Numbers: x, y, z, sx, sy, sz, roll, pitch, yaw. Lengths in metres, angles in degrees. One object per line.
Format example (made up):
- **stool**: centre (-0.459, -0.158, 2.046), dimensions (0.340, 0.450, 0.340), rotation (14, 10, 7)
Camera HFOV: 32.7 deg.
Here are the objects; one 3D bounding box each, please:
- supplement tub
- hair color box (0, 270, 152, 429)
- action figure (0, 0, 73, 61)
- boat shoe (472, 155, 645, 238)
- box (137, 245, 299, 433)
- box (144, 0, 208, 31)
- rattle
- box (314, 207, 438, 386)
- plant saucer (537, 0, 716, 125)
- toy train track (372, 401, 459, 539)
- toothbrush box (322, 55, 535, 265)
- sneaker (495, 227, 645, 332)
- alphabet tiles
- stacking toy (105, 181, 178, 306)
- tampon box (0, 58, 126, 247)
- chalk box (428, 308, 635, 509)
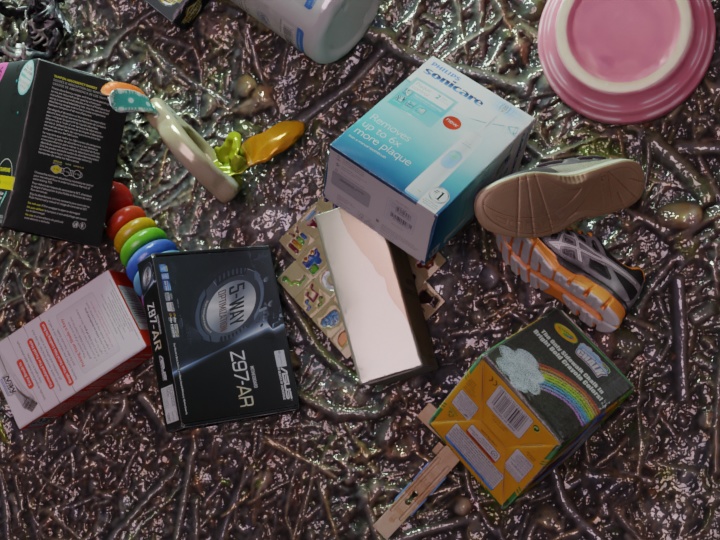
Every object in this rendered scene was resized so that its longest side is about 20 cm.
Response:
- **supplement tub**: centre (-0.084, -0.350, 1.457), dimensions (0.200, 0.132, 0.132), rotation (39, 95, 16)
- **hair color box**: centre (-0.355, 0.099, 1.524), dimensions (0.199, 0.064, 0.111), rotation (-32, 78, 10)
- **action figure**: centre (-0.446, -0.297, 1.575), dimensions (0.119, 0.102, 0.201), rotation (41, 98, 28)
- **boat shoe**: centre (0.211, -0.084, 1.342), dimensions (0.198, 0.065, 0.073), rotation (-15, 106, -13)
- **box**: centre (-0.164, 0.077, 1.425), dimensions (0.043, 0.159, 0.202), rotation (-24, 74, 52)
- **box**: centre (-0.241, -0.441, 1.555), dimensions (0.200, 0.050, 0.199), rotation (39, 96, 16)
- **rattle**: centre (-0.188, -0.187, 1.452), dimensions (0.143, 0.130, 0.200), rotation (-38, 99, 21)
- **box**: centre (0.019, 0.026, 1.399), dimensions (0.077, 0.095, 0.202), rotation (-18, 81, 13)
- **plant saucer**: centre (0.296, -0.267, 1.377), dimensions (0.199, 0.051, 0.203), rotation (-2, 84, 16)
- **toy train track**: centre (0.089, 0.226, 1.398), dimensions (0.115, 0.033, 0.200), rotation (43, 102, 9)
- **toothbrush box**: centre (0.076, -0.125, 1.356), dimensions (0.146, 0.086, 0.200), rotation (35, 53, 18)
- **sneaker**: centre (0.227, -0.015, 1.366), dimensions (0.077, 0.078, 0.200), rotation (-40, 67, -21)
- **alphabet tiles**: centre (0.000, 0.000, 1.459), dimensions (0.166, 0.006, 0.200), rotation (-45, 74, 7)
- **stacking toy**: centre (-0.270, -0.028, 1.510), dimensions (0.085, 0.085, 0.200), rotation (-43, 68, 8)
- **tampon box**: centre (-0.383, -0.143, 1.495), dimensions (0.149, 0.125, 0.202), rotation (8, 86, 54)
- **chalk box**: centre (0.194, 0.136, 1.309), dimensions (0.125, 0.199, 0.124), rotation (48, 131, 17)
